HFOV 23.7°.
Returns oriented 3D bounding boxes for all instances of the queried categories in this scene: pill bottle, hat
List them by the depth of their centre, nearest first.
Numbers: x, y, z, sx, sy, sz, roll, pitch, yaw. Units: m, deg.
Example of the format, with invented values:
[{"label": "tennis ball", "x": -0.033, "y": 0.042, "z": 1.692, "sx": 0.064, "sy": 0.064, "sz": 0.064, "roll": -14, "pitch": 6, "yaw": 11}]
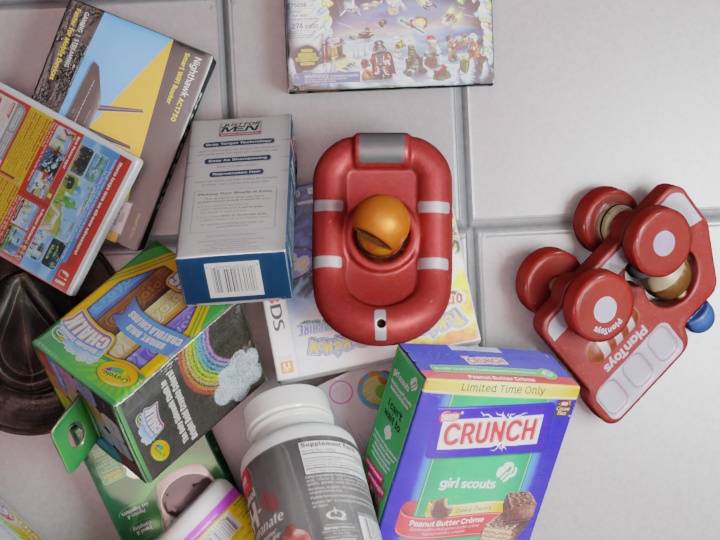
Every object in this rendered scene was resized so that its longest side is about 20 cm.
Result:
[{"label": "pill bottle", "x": -0.046, "y": 0.206, "z": 1.537, "sx": 0.110, "sy": 0.111, "sz": 0.201, "roll": -17, "pitch": 55, "yaw": 1}, {"label": "pill bottle", "x": -0.095, "y": 0.295, "z": 1.586, "sx": 0.104, "sy": 0.104, "sz": 0.200, "roll": -44, "pitch": 90, "yaw": 2}, {"label": "hat", "x": -0.315, "y": 0.054, "z": 1.623, "sx": 0.199, "sy": 0.081, "sz": 0.202, "roll": 0, "pitch": 84, "yaw": 1}]

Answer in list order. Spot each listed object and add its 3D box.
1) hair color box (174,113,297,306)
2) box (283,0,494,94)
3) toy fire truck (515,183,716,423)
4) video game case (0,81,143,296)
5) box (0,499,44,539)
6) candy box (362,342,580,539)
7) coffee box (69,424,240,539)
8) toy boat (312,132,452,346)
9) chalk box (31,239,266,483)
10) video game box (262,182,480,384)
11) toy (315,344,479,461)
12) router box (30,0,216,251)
[{"label": "hair color box", "x": -0.110, "y": -0.058, "z": 1.566, "sx": 0.099, "sy": 0.200, "sz": 0.061, "roll": -3, "pitch": 132, "yaw": 3}, {"label": "box", "x": 0.027, "y": -0.241, "z": 1.640, "sx": 0.199, "sy": 0.040, "sz": 0.138, "roll": -3, "pitch": 92, "yaw": 0}, {"label": "toy fire truck", "x": 0.257, "y": 0.025, "z": 1.626, "sx": 0.200, "sy": 0.112, "sz": 0.168, "roll": -45, "pitch": 118, "yaw": -9}, {"label": "video game case", "x": -0.318, "y": -0.085, "z": 1.601, "sx": 0.199, "sy": 0.017, "sz": 0.143, "roll": 29, "pitch": 94, "yaw": 12}, {"label": "box", "x": -0.334, "y": 0.310, "z": 1.630, "sx": 0.200, "sy": 0.112, "sz": 0.101, "roll": 44, "pitch": 91, "yaw": -4}, {"label": "candy box", "x": 0.092, "y": 0.173, "z": 1.579, "sx": 0.168, "sy": 0.077, "sz": 0.201, "roll": 5, "pitch": 112, "yaw": -27}, {"label": "coffee box", "x": -0.184, "y": 0.214, "z": 1.660, "sx": 0.123, "sy": 0.044, "sz": 0.201, "roll": -26, "pitch": 92, "yaw": 2}, {"label": "toy boat", "x": 0.019, "y": -0.033, "z": 1.550, "sx": 0.130, "sy": 0.131, "sz": 0.201, "roll": 0, "pitch": 81, "yaw": 2}, {"label": "chalk box", "x": -0.206, "y": 0.096, "z": 1.561, "sx": 0.200, "sy": 0.125, "sz": 0.124, "roll": -40, "pitch": 52, "yaw": -23}, {"label": "video game box", "x": 0.000, "y": 0.000, "z": 1.635, "sx": 0.199, "sy": 0.047, "sz": 0.183, "roll": -12, "pitch": 84, "yaw": 0}, {"label": "toy", "x": 0.036, "y": 0.141, "z": 1.652, "sx": 0.199, "sy": 0.047, "sz": 0.115, "roll": -26, "pitch": 75, "yaw": -6}, {"label": "router box", "x": -0.242, "y": -0.138, "z": 1.638, "sx": 0.149, "sy": 0.051, "sz": 0.201, "roll": 21, "pitch": 91, "yaw": -1}]
